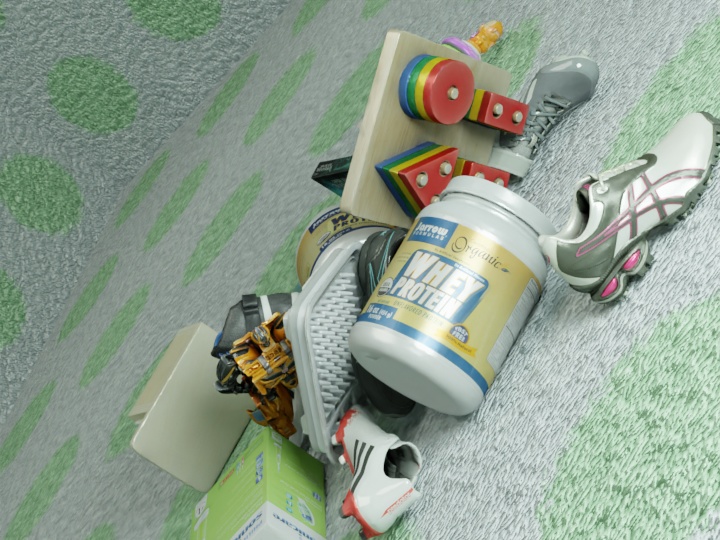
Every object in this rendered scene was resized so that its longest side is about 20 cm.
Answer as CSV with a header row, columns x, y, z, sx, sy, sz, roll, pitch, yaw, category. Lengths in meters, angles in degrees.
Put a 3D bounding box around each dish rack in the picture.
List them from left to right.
x,y,z,sx,sy,sz,roll,pitch,yaw,category
-0.030,0.084,1.601,0.043,0.200,0.172,4,31,22,dish rack

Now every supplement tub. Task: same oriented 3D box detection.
x,y,z,sx,sy,sz,roll,pitch,yaw,category
0.000,0.000,1.776,0.144,0.144,0.200,-53,17,6,supplement tub
0.093,0.024,1.470,0.200,0.145,0.145,-60,17,-15,supplement tub

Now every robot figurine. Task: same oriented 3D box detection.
x,y,z,sx,sy,sz,roll,pitch,yaw,category
-0.082,0.112,1.668,0.145,0.058,0.200,-36,-26,-5,robot figurine

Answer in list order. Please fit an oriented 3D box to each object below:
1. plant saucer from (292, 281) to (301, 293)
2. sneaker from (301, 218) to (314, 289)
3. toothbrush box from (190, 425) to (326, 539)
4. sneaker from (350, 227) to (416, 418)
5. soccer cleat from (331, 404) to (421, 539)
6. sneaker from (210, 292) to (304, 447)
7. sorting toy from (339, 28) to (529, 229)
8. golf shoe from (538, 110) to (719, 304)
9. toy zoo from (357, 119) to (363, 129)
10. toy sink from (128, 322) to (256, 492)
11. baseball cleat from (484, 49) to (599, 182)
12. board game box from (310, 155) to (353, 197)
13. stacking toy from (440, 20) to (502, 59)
x,y,z,sx,sy,sz,roll,pitch,yaw,category
-0.050,0.019,2.067,0.201,0.039,0.201,-48,17,20,plant saucer
-0.022,-0.043,1.955,0.200,0.071,0.080,-49,-40,-58,sneaker
-0.113,0.287,1.636,0.146,0.086,0.200,-49,17,16,toothbrush box
0.035,0.051,1.561,0.079,0.075,0.200,-24,68,61,sneaker
0.021,0.188,1.503,0.085,0.069,0.200,-36,21,14,soccer cleat
-0.123,0.124,1.795,0.073,0.112,0.200,-121,32,-81,sneaker
0.092,-0.137,1.630,0.070,0.199,0.200,19,95,43,sorting toy
0.243,-0.068,1.337,0.200,0.088,0.077,-54,15,-3,golf shoe
0.082,-0.183,1.971,0.020,0.131,0.200,-12,-17,-41,toy zoo
-0.232,0.193,2.077,0.200,0.130,0.112,-62,18,-21,toy sink
0.201,-0.163,1.705,0.200,0.070,0.107,-40,35,53,baseball cleat
0.028,-0.098,1.909,0.028,0.135,0.200,-61,17,-9,board game box
0.128,-0.276,2.075,0.200,0.110,0.116,-47,12,-15,stacking toy
